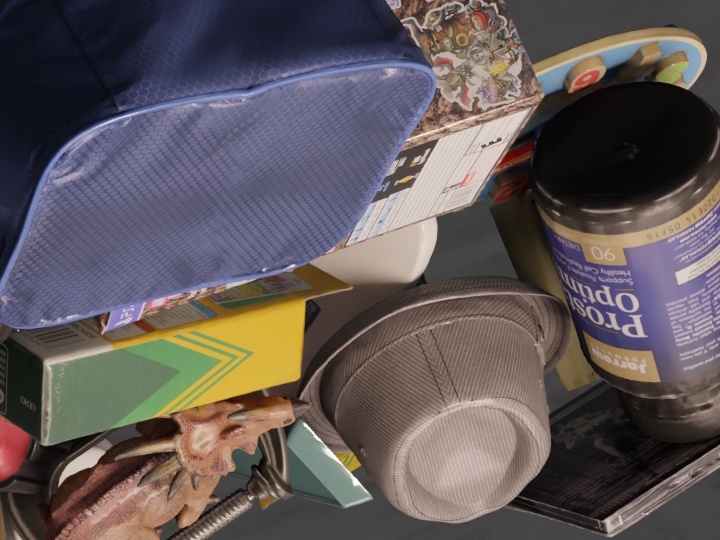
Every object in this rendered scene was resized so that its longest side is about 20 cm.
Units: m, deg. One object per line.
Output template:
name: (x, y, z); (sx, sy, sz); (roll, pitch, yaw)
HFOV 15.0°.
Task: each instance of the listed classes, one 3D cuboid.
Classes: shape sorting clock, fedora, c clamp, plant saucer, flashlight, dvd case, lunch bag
shape sorting clock: (0.109, -0.084, 1.588); (0.200, 0.039, 0.200); (-22, 168, -5)
fedora: (0.053, 0.088, 1.612); (0.177, 0.090, 0.200); (-17, 150, -8)
c clamp: (-0.118, 0.139, 1.600); (0.200, 0.171, 0.027); (-41, 177, 10)
plant saucer: (-0.060, 0.111, 1.685); (0.019, 0.070, 0.200); (-47, -161, -15)
flashlight: (-0.251, 0.078, 1.500); (0.068, 0.068, 0.200); (18, -178, 43)
dvd case: (0.159, 0.106, 1.661); (0.149, 0.016, 0.200); (-31, -165, -19)
lunch bag: (-0.077, -0.079, 1.059); (0.200, 0.132, 0.136); (-12, 149, -36)

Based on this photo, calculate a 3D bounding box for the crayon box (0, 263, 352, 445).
crayon box: (-0.120, 0.028, 1.466); (0.200, 0.052, 0.126); (-14, -151, -37)

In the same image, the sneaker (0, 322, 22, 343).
sneaker: (-0.195, 0.000, 1.328); (0.098, 0.071, 0.200); (-12, 166, -41)

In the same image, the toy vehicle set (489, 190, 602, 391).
toy vehicle set: (0.161, -0.003, 1.765); (0.027, 0.124, 0.200); (-23, 177, 31)

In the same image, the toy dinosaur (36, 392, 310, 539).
toy dinosaur: (-0.125, 0.119, 1.510); (0.200, 0.086, 0.136); (-48, 179, -1)

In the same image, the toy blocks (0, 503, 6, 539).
toy blocks: (-0.277, 0.118, 1.561); (0.100, 0.137, 0.200); (-19, 165, 33)

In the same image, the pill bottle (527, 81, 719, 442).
pill bottle: (0.169, 0.000, 1.548); (0.112, 0.112, 0.200); (-22, 131, -1)

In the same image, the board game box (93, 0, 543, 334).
board game box: (-0.038, -0.066, 1.257); (0.200, 0.097, 0.159); (-19, 168, -15)

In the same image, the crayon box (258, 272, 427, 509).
crayon box: (-0.021, 0.063, 1.792); (0.051, 0.127, 0.200); (-13, 166, -39)

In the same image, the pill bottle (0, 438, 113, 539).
pill bottle: (-0.207, 0.147, 1.721); (0.113, 0.113, 0.200); (-17, -174, -23)

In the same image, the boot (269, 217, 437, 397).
boot: (0.000, 0.000, 1.635); (0.090, 0.073, 0.200); (-34, 172, -46)
